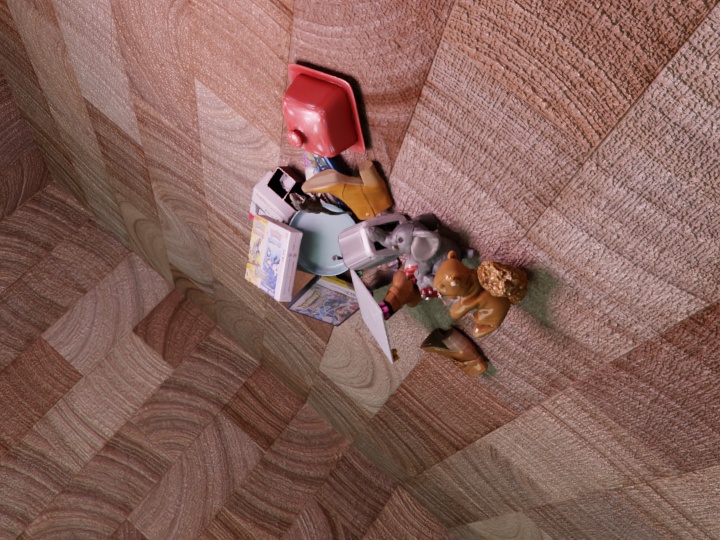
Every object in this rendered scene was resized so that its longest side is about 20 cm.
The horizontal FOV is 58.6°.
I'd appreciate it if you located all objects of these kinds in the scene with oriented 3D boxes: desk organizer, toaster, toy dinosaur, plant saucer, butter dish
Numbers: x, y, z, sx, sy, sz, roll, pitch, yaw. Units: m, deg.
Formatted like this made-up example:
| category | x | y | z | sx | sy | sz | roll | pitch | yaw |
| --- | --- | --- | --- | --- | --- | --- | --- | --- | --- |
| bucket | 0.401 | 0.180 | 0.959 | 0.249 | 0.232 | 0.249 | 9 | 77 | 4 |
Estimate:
| category | x | y | z | sx | sy | sz | roll | pitch | yaw |
| --- | --- | --- | --- | --- | --- | --- | --- | --- | --- |
| desk organizer | -0.161 | -0.201 | 1.772 | 0.199 | 0.072 | 0.077 | 41 | -164 | 5 |
| toaster | 0.035 | -0.073 | 1.590 | 0.128 | 0.197 | 0.116 | -22 | 82 | 57 |
| toy dinosaur | -0.117 | -0.165 | 1.583 | 0.088 | 0.197 | 0.048 | 40 | 113 | 37 |
| toaster | -0.159 | -0.061 | 1.823 | 0.196 | 0.121 | 0.180 | 16 | -178 | -22 |
| plant saucer | -0.094 | -0.084 | 1.688 | 0.195 | 0.028 | 0.205 | 4 | 115 | 8 |
| butter dish | -0.107 | -0.333 | 1.442 | 0.197 | 0.148 | 0.202 | 26 | 149 | 30 |

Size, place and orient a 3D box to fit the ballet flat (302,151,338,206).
| category | x | y | z | sx | sy | sz | roll | pitch | yaw |
| --- | --- | --- | --- | --- | --- | --- | --- | --- | --- |
| ballet flat | -0.097 | -0.220 | 1.687 | 0.201 | 0.071 | 0.069 | 51 | 154 | -16 |

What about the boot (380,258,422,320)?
| category | x | y | z | sx | sy | sz | roll | pitch | yaw |
| --- | --- | --- | --- | --- | --- | --- | --- | --- | --- |
| boot | 0.106 | 0.078 | 1.740 | 0.072 | 0.156 | 0.202 | 19 | 148 | 24 |

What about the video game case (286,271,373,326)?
| category | x | y | z | sx | sy | sz | roll | pitch | yaw |
| --- | --- | --- | --- | --- | --- | --- | --- | --- | --- |
| video game case | -0.089 | 0.087 | 1.833 | 0.178 | 0.026 | 0.200 | 21 | 140 | -26 |

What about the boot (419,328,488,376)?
| category | x | y | z | sx | sy | sz | roll | pitch | yaw |
| --- | --- | --- | --- | --- | --- | --- | --- | --- | --- |
| boot | 0.272 | 0.242 | 1.872 | 0.155 | 0.077 | 0.199 | 44 | 148 | -12 |

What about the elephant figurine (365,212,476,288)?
| category | x | y | z | sx | sy | sz | roll | pitch | yaw |
| --- | --- | --- | --- | --- | --- | --- | --- | --- | --- |
| elephant figurine | 0.139 | -0.065 | 1.489 | 0.201 | 0.156 | 0.140 | 52 | 159 | -27 |

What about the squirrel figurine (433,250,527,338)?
| category | x | y | z | sx | sy | sz | roll | pitch | yaw |
| --- | --- | --- | --- | --- | --- | --- | --- | --- | --- |
| squirrel figurine | 0.265 | 0.027 | 1.425 | 0.186 | 0.144 | 0.198 | 36 | 134 | -29 |

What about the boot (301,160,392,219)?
| category | x | y | z | sx | sy | sz | roll | pitch | yaw |
| --- | --- | --- | --- | --- | --- | --- | --- | --- | --- |
| boot | -0.031 | -0.179 | 1.567 | 0.197 | 0.072 | 0.145 | -13 | 132 | 15 |

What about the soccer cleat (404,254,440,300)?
| category | x | y | z | sx | sy | sz | roll | pitch | yaw |
| --- | --- | --- | --- | --- | --- | --- | --- | --- | --- |
| soccer cleat | 0.168 | 0.012 | 1.669 | 0.067 | 0.087 | 0.200 | -12 | 151 | 25 |

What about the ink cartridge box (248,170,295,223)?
| category | x | y | z | sx | sy | sz | roll | pitch | yaw |
| --- | --- | --- | --- | --- | --- | --- | --- | --- | --- |
| ink cartridge box | -0.259 | -0.186 | 1.959 | 0.145 | 0.084 | 0.200 | 41 | 155 | 4 |

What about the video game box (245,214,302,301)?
| category | x | y | z | sx | sy | sz | roll | pitch | yaw |
| --- | --- | --- | --- | --- | --- | --- | --- | --- | --- |
| video game box | -0.234 | -0.037 | 1.702 | 0.199 | 0.046 | 0.187 | 25 | 107 | 49 |

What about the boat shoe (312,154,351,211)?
| category | x | y | z | sx | sy | sz | roll | pitch | yaw |
| --- | --- | --- | --- | --- | --- | --- | --- | --- | --- |
| boat shoe | -0.076 | -0.225 | 1.618 | 0.202 | 0.068 | 0.085 | 57 | -165 | -22 |

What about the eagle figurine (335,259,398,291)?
| category | x | y | z | sx | sy | sz | roll | pitch | yaw |
| --- | --- | --- | --- | --- | --- | --- | --- | --- | --- |
| eagle figurine | -0.002 | -0.008 | 1.814 | 0.154 | 0.150 | 0.199 | 66 | 157 | -2 |

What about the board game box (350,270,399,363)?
| category | x | y | z | sx | sy | sz | roll | pitch | yaw |
| --- | --- | --- | --- | --- | --- | --- | --- | --- | --- |
| board game box | 0.038 | 0.115 | 1.703 | 0.201 | 0.025 | 0.203 | -125 | 16 | -47 |
